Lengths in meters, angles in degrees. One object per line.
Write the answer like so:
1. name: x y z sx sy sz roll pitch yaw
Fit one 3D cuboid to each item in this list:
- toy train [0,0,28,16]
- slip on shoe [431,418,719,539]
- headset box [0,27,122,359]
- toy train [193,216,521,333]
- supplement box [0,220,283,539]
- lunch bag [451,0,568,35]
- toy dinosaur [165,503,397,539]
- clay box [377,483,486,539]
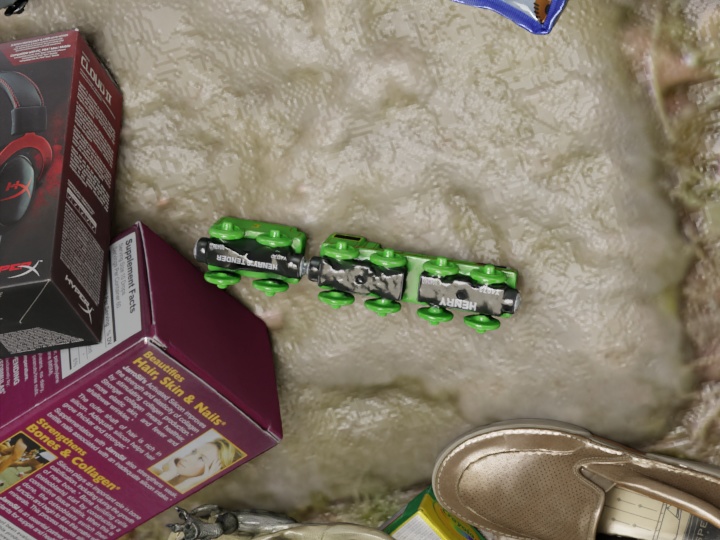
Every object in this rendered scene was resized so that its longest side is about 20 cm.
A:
1. toy train: -0.138 -0.206 1.657 0.200 0.046 0.034 -26 113 22
2. slip on shoe: 0.139 0.141 1.705 0.199 0.061 0.076 12 111 8
3. headset box: -0.225 -0.048 1.665 0.148 0.200 0.075 -8 145 17
4. toy train: 0.000 0.000 1.691 0.199 0.056 0.042 9 106 10
5. supplement box: -0.166 0.083 1.706 0.200 0.103 0.131 -30 132 20
6. lunch bag: 0.090 -0.253 1.524 0.124 0.170 0.200 19 113 1
7. toy dinosaur: -0.061 0.165 1.722 0.200 0.088 0.048 1 91 34
8. clay box: 0.069 0.244 1.764 0.115 0.048 0.200 -41 96 21
